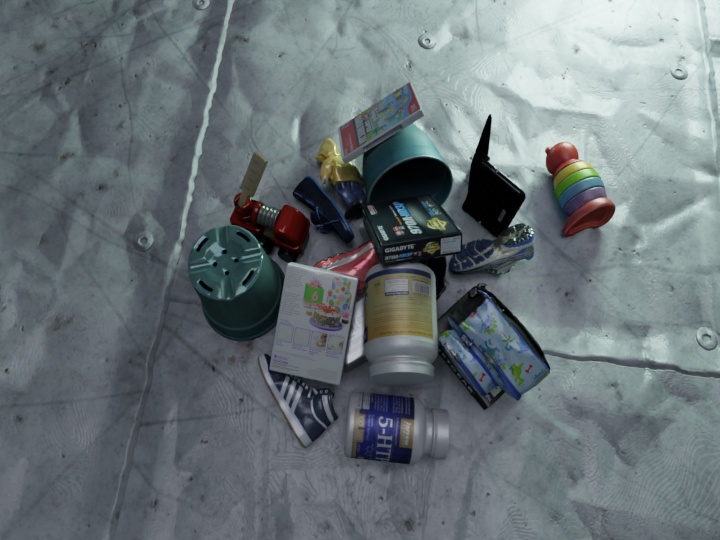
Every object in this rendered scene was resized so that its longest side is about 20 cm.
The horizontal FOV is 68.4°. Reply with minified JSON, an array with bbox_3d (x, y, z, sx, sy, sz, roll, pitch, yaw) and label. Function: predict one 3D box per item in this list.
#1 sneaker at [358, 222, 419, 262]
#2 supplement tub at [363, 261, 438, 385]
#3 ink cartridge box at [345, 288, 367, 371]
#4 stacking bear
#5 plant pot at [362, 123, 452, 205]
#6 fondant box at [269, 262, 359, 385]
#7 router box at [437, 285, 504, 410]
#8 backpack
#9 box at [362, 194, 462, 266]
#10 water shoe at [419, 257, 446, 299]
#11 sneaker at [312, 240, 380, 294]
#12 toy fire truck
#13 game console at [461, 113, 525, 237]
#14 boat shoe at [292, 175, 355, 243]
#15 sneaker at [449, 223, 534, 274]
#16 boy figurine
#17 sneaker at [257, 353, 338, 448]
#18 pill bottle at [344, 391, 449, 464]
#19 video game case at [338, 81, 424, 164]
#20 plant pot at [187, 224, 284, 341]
[{"bbox_3d":[0.098,-0.081,1.188,0.196,0.073,0.114,31,67,-5],"label":"sneaker"},{"bbox_3d":[0.075,0.101,0.993,0.138,0.145,0.208,1,68,0],"label":"supplement tub"},{"bbox_3d":[-0.013,0.083,1.119,0.141,0.084,0.204,-26,73,-10],"label":"ink cartridge box"},{"bbox_3d":[0.491,-0.204,1.221,0.117,0.115,0.206,-15,66,-6],"label":"stacking bear"},{"bbox_3d":[0.086,-0.241,1.190,0.193,0.203,0.193,-13,55,-5],"label":"plant pot"},{"bbox_3d":[-0.087,0.100,1.018,0.139,0.058,0.208,11,93,5],"label":"fondant box"},{"bbox_3d":[0.249,0.159,1.109,0.148,0.051,0.201,-37,74,-11],"label":"router box"},{"bbox_3d":[0.244,0.147,0.994,0.147,0.183,0.201,-44,80,6],"label":"backpack"},{"bbox_3d":[0.094,-0.084,1.031,0.153,0.048,0.202,-9,29,-6],"label":"box"},{"bbox_3d":[0.157,-0.037,1.109,0.069,0.079,0.208,5,73,-16],"label":"water shoe"},{"bbox_3d":[0.000,0.000,1.079,0.194,0.074,0.090,-21,82,-4],"label":"sneaker"},{"bbox_3d":[-0.195,-0.133,1.135,0.170,0.201,0.132,20,70,7],"label":"toy fire truck"},{"bbox_3d":[0.296,-0.200,1.163,0.175,0.201,0.116,42,75,15],"label":"game console"},{"bbox_3d":[-0.085,-0.126,1.210,0.068,0.085,0.201,-37,57,-5],"label":"boat shoe"},{"bbox_3d":[0.293,-0.023,1.165,0.194,0.086,0.078,-19,38,16],"label":"sneaker"},{"bbox_3d":[-0.051,-0.219,1.234,0.122,0.065,0.204,-13,64,-42],"label":"boy figurine"},{"bbox_3d":[-0.122,0.237,1.068,0.107,0.070,0.203,-31,78,-8],"label":"sneaker"},{"bbox_3d":[0.070,0.305,1.019,0.192,0.120,0.124,5,69,2],"label":"pill bottle"},{"bbox_3d":[0.039,-0.324,1.156,0.195,0.018,0.146,-28,39,16],"label":"video game case"},{"bbox_3d":[-0.255,0.019,1.082,0.192,0.197,0.208,0,70,0],"label":"plant pot"}]
